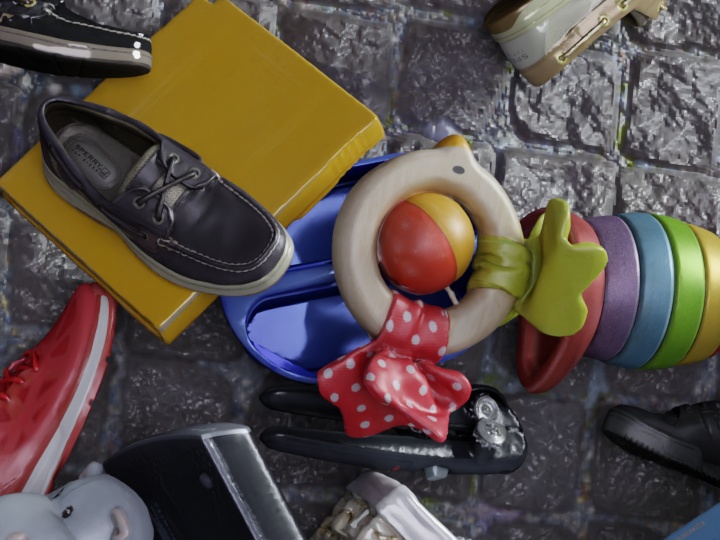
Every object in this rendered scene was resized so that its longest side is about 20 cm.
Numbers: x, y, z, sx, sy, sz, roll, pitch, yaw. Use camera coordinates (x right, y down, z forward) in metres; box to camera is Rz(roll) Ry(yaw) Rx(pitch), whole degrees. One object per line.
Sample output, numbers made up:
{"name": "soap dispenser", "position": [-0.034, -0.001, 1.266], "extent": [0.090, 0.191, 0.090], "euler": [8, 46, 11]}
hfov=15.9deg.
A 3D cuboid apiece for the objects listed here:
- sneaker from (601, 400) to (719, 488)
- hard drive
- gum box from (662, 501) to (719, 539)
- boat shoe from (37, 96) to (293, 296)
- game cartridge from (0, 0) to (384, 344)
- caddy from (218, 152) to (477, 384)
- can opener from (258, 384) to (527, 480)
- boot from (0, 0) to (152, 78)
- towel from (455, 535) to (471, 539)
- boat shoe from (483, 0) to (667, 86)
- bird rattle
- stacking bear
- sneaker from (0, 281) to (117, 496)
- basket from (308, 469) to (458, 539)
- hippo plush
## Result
{"name": "sneaker", "position": [0.269, 0.102, 1.783], "extent": [0.199, 0.060, 0.105], "euler": [23, 83, -15]}
{"name": "hard drive", "position": [-0.093, 0.159, 1.630], "extent": [0.042, 0.200, 0.135], "euler": [-29, 93, -24]}
{"name": "gum box", "position": [0.303, 0.151, 1.647], "extent": [0.170, 0.200, 0.045], "euler": [-37, 66, 23]}
{"name": "boat shoe", "position": [-0.130, -0.049, 1.615], "extent": [0.200, 0.065, 0.072], "euler": [32, 74, 29]}
{"name": "game cartridge", "position": [-0.111, -0.072, 1.680], "extent": [0.200, 0.032, 0.176], "euler": [-43, 59, -12]}
{"name": "caddy", "position": [0.000, 0.000, 1.706], "extent": [0.199, 0.105, 0.142], "euler": [-11, 87, -12]}
{"name": "can opener", "position": [0.022, 0.108, 1.689], "extent": [0.199, 0.079, 0.064], "euler": [4, 62, -33]}
{"name": "boot", "position": [-0.222, -0.213, 1.688], "extent": [0.199, 0.073, 0.151], "euler": [12, 82, 3]}
{"name": "towel", "position": [0.016, 0.287, 1.733], "extent": [0.148, 0.031, 0.201], "euler": [-8, 90, -11]}
{"name": "boat shoe", "position": [0.179, -0.198, 1.783], "extent": [0.200, 0.074, 0.067], "euler": [-33, 106, -11]}
{"name": "bird rattle", "position": [0.045, 0.008, 1.637], "extent": [0.199, 0.113, 0.164], "euler": [-32, 97, -11]}
{"name": "stacking bear", "position": [0.214, 0.018, 1.751], "extent": [0.199, 0.114, 0.122], "euler": [4, 64, -21]}
{"name": "sneaker", "position": [-0.238, 0.087, 1.664], "extent": [0.115, 0.078, 0.201], "euler": [23, 80, -11]}
{"name": "basket", "position": [0.041, 0.242, 1.656], "extent": [0.200, 0.136, 0.123], "euler": [45, 83, -7]}
{"name": "hippo plush", "position": [-0.171, 0.215, 1.587], "extent": [0.199, 0.159, 0.162], "euler": [-4, 116, -20]}
